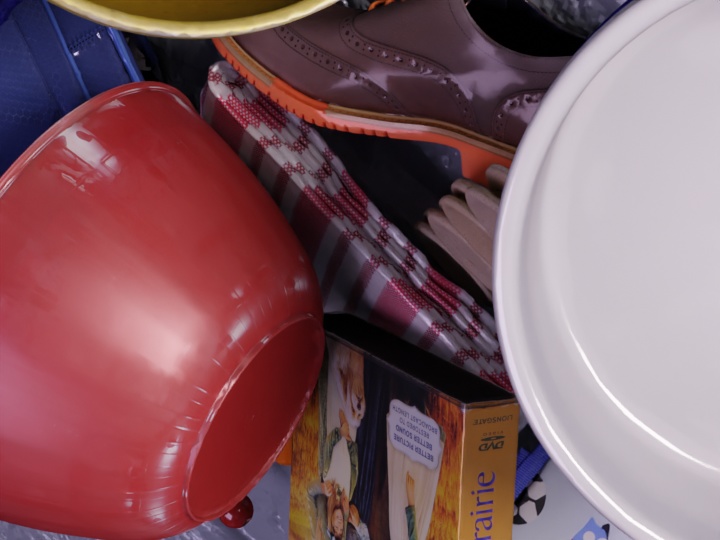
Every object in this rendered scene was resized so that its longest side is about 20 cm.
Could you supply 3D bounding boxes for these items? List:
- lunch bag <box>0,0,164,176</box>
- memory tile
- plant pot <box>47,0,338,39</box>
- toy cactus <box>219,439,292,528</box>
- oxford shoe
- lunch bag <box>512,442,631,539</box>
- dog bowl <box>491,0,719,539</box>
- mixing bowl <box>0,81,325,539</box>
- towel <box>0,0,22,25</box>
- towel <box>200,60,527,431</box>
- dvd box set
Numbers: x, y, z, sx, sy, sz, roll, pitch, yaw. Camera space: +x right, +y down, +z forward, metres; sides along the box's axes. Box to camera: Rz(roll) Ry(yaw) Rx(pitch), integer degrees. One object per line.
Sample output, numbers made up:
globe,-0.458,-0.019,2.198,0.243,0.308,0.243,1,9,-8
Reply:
lunch bag,-0.165,-0.097,0.947,0.201,0.132,0.136,64,168,-27
memory tile,0.085,0.024,0.802,0.153,0.017,0.200,45,174,-2
plant pot,-0.068,-0.173,0.749,0.200,0.200,0.142,53,170,-4
toy cactus,-0.098,0.038,1.049,0.165,0.102,0.200,48,161,25
oxford shoe,0.028,-0.088,0.815,0.199,0.071,0.073,21,119,26
lunch bag,0.109,0.184,0.920,0.170,0.124,0.201,39,131,17
dog bowl,0.143,-0.005,0.645,0.199,0.079,0.201,2,104,10
mixing bowl,-0.085,0.036,0.855,0.108,0.200,0.201,30,141,18
towel,-0.168,-0.172,0.843,0.148,0.200,0.050,47,171,4
towel,0.000,0.000,0.922,0.200,0.030,0.146,47,164,6
dvd box set,0.012,0.131,0.881,0.146,0.029,0.201,26,117,58
